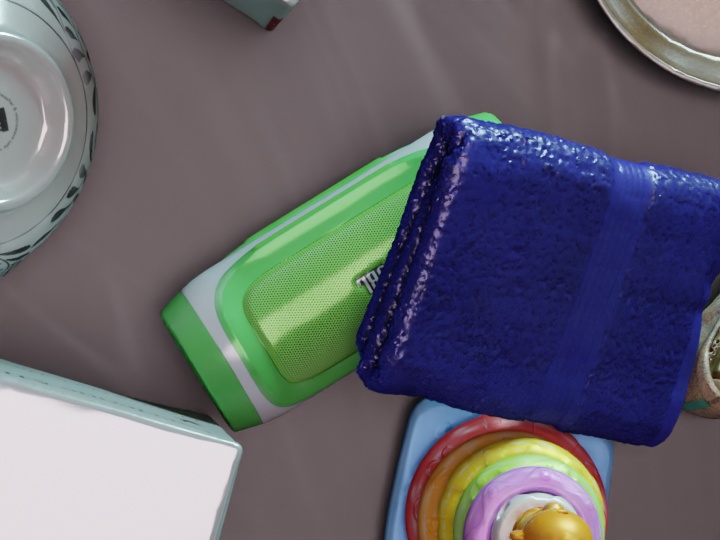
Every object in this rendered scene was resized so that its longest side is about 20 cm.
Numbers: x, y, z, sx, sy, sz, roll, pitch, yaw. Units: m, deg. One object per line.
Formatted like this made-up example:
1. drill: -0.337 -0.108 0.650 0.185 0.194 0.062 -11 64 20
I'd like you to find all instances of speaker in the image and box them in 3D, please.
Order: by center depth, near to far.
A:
1. speaker: 0.000 0.000 1.504 0.200 0.088 0.088 -32 95 -5

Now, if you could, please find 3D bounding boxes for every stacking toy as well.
1. stacking toy: 0.084 0.129 1.459 0.116 0.200 0.110 10 90 -8

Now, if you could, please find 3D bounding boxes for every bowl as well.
1. bowl: -0.201 -0.077 1.432 0.201 0.094 0.201 -4 98 -34

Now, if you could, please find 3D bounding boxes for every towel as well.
1. towel: 0.095 0.006 1.475 0.200 0.050 0.148 12 100 -36

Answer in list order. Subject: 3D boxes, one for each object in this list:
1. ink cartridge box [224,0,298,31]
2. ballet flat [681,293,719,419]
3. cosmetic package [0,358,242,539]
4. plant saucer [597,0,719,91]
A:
1. ink cartridge box: -0.020 -0.230 1.465 0.083 0.147 0.200 33 86 -5
2. ballet flat: 0.240 0.000 1.542 0.068 0.067 0.200 36 87 -8
3. cosmetic package: -0.164 0.134 1.428 0.167 0.200 0.166 16 89 -8
4. plant saucer: 0.208 -0.193 1.551 0.200 0.034 0.200 0 92 -7
